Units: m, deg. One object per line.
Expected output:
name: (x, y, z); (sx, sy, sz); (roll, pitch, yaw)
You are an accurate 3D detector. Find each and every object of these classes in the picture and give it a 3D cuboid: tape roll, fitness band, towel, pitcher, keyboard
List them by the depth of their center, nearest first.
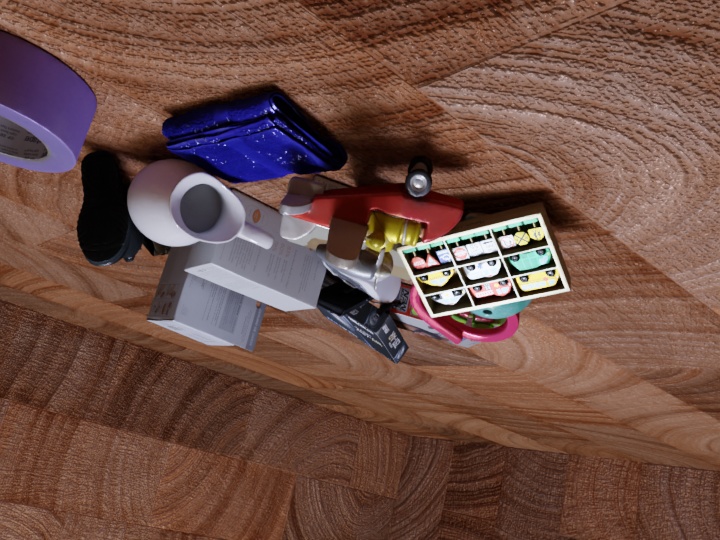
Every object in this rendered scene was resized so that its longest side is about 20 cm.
tape roll: (-0.435, -0.204, 0.871); (0.199, 0.086, 0.200); (12, 163, 4)
towel: (-0.133, -0.149, 0.873); (0.199, 0.050, 0.147); (-1, 157, 38)
pitcher: (-0.225, -0.080, 0.992); (0.171, 0.122, 0.200); (32, 170, -36)
fitness band: (0.176, 0.058, 1.201); (0.200, 0.038, 0.143); (36, 133, -21)
keyboard: (0.000, 0.052, 1.253); (0.126, 0.021, 0.200); (20, -163, 19)

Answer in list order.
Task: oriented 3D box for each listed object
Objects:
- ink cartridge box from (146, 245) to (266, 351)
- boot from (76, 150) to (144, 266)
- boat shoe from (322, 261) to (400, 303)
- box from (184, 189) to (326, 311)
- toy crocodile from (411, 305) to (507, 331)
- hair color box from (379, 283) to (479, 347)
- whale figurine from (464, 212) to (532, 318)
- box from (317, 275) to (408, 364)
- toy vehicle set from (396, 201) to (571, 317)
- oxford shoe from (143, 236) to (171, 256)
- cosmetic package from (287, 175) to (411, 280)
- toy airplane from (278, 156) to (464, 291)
ink cartridge box: (-0.244, 0.021, 1.221); (0.084, 0.201, 0.175); (-2, 156, 42)
boot: (-0.372, -0.065, 1.082); (0.073, 0.199, 0.163); (-10, 154, -8)
boat shoe: (0.000, 0.000, 1.199); (0.068, 0.072, 0.200); (17, 174, 35)
box: (-0.160, -0.026, 1.146); (0.199, 0.125, 0.097); (26, 159, -33)
toy crocodile: (0.188, 0.072, 1.284); (0.199, 0.068, 0.062); (12, 162, 4)
hair color box: (0.142, 0.089, 1.380); (0.199, 0.064, 0.111); (17, 163, -8)
whale figurine: (0.185, -0.002, 0.998); (0.158, 0.104, 0.200); (9, 154, 15)
box: (-0.011, 0.087, 1.372); (0.199, 0.044, 0.160); (31, 166, 28)
toy vehicle set: (0.161, -0.009, 0.935); (0.199, 0.027, 0.125); (-14, 121, 29)
oxford shoe: (-0.336, -0.055, 1.255); (0.199, 0.085, 0.073); (22, 159, -29)
cosmetic package: (0.006, -0.056, 1.019); (0.199, 0.072, 0.105); (18, 161, -14)
toy airplane: (-0.002, -0.051, 0.852); (0.199, 0.142, 0.199); (-24, -154, -33)
